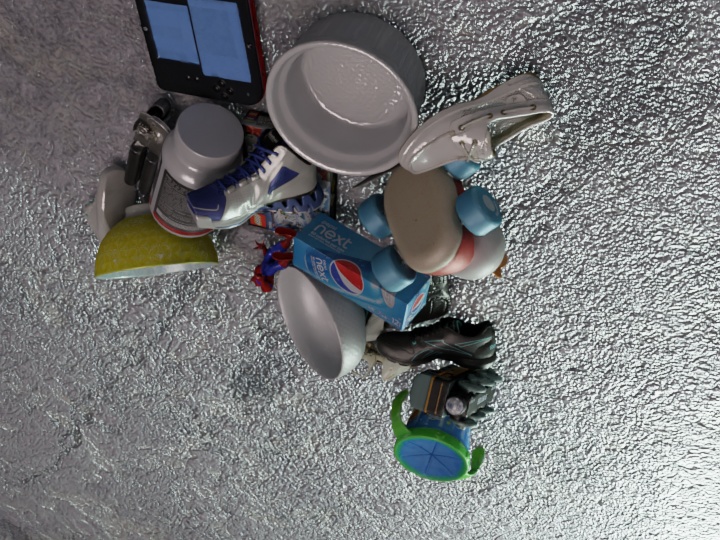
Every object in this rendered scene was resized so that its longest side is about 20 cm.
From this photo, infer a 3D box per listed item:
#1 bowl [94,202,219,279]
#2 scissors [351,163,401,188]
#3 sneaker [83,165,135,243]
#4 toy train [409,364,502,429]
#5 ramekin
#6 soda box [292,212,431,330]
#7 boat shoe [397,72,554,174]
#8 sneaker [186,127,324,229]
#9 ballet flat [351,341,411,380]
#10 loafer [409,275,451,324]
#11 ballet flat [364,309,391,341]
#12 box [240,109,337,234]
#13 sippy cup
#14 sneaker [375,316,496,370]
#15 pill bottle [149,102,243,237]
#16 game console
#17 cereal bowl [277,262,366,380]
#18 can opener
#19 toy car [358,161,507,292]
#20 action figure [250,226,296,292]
[{"bbox_3d":[-0.334,-0.051,1.452,0.199,0.200,0.108,-10,87,31],"label":"bowl"},{"bbox_3d":[0.078,-0.160,1.176,0.199,0.074,0.014,-16,153,18],"label":"scissors"},{"bbox_3d":[-0.426,-0.101,1.494,0.088,0.075,0.201,31,139,19],"label":"sneaker"},{"bbox_3d":[0.159,0.197,1.470,0.113,0.200,0.086,17,99,22],"label":"toy train"},{"bbox_3d":[-0.012,-0.229,1.149,0.199,0.098,0.201,13,138,11],"label":"ramekin"},{"bbox_3d":[0.000,0.000,1.305,0.199,0.068,0.064,30,143,19],"label":"soda box"},{"bbox_3d":[0.142,-0.166,1.100,0.199,0.070,0.071,-29,152,9],"label":"boat shoe"},{"bbox_3d":[-0.143,-0.134,1.226,0.199,0.081,0.116,-14,127,-24],"label":"sneaker"},{"bbox_3d":[0.023,0.150,1.546,0.199,0.076,0.068,10,161,13],"label":"ballet flat"},{"bbox_3d":[0.100,0.017,1.387,0.073,0.072,0.200,-12,151,-9],"label":"loafer"},{"bbox_3d":[0.035,0.050,1.456,0.069,0.070,0.200,20,142,2],"label":"ballet flat"},{"bbox_3d":[-0.104,-0.135,1.331,0.136,0.040,0.201,14,138,9],"label":"box"},{"bbox_3d":[0.139,0.281,1.591,0.139,0.131,0.178,1,134,24],"label":"sippy cup"},{"bbox_3d":[0.124,0.109,1.468,0.199,0.076,0.080,2,124,3],"label":"sneaker"},{"bbox_3d":[-0.237,-0.144,1.310,0.115,0.116,0.200,28,145,-6],"label":"pill bottle"},{"bbox_3d":[-0.215,-0.316,1.199,0.176,0.031,0.201,10,136,14],"label":"game console"},{"bbox_3d":[-0.052,0.070,1.453,0.200,0.083,0.201,43,146,39],"label":"cereal bowl"},{"bbox_3d":[-0.316,-0.189,1.367,0.053,0.067,0.200,33,151,-5],"label":"can opener"},{"bbox_3d":[0.135,-0.058,1.254,0.184,0.178,0.200,-35,143,29],"label":"toy car"},{"bbox_3d":[-0.147,-0.010,1.442,0.051,0.066,0.200,4,160,-15],"label":"action figure"}]
